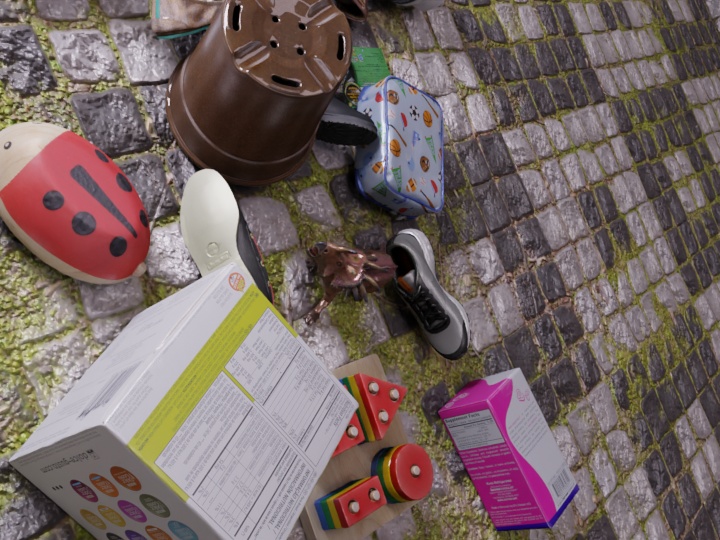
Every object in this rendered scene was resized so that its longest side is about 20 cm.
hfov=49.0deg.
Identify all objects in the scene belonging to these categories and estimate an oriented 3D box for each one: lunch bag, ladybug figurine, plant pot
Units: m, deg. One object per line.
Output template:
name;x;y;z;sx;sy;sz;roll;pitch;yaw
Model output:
lunch bag;0.064;-0.178;1.190;0.159;0.075;0.203;19;68;-44
ladybug figurine;-0.290;-0.072;0.813;0.200;0.072;0.136;46;47;-20
plant pot;-0.113;-0.229;0.923;0.198;0.198;0.203;7;72;-21

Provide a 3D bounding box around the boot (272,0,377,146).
boot;-0.051;-0.287;1.109;0.163;0.066;0.203;8;71;-24

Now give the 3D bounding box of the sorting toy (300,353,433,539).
sorting toy;0.001;0.218;0.975;0.198;0.069;0.202;-15;84;-46

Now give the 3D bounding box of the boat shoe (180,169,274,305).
boat shoe;-0.158;-0.022;0.932;0.063;0.073;0.203;44;23;-73

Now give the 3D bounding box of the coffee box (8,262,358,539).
coffee box;-0.160;0.154;0.751;0.198;0.199;0.201;49;45;-18

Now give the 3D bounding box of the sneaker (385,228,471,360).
sneaker;0.089;0.039;1.127;0.079;0.074;0.202;-18;79;-59

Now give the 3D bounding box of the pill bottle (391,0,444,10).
pill bottle;0.066;-0.509;1.301;0.199;0.119;0.121;13;64;-54

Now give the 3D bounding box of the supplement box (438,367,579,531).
supplement box;0.214;0.259;1.141;0.101;0.103;0.202;-29;95;-45

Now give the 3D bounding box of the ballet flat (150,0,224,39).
ballet flat;-0.194;-0.333;0.987;0.200;0.067;0.068;-50;135;-63

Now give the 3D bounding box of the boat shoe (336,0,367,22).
boat shoe;-0.062;-0.432;1.191;0.199;0.072;0.073;16;61;-46

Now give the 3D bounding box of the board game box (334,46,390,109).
board game box;-0.023;-0.290;1.200;0.199;0.023;0.106;-13;80;-45

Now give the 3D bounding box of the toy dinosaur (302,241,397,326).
toy dinosaur;0.000;0.000;1.018;0.199;0.135;0.087;-17;85;-47
